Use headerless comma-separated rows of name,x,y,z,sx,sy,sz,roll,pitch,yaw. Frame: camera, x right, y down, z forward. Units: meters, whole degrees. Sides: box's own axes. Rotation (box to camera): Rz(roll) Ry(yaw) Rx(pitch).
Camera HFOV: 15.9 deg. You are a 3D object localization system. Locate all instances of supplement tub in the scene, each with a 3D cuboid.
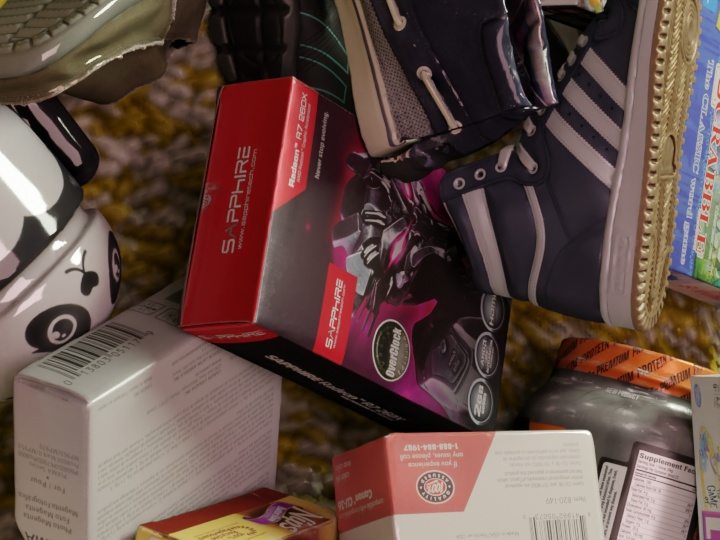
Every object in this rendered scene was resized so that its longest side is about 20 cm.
supplement tub,0.127,0.143,1.350,0.122,0.122,0.200,19,81,-22

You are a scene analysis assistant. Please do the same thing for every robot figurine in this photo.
robot figurine,-0.201,-0.030,1.208,0.150,0.125,0.200,-39,104,3

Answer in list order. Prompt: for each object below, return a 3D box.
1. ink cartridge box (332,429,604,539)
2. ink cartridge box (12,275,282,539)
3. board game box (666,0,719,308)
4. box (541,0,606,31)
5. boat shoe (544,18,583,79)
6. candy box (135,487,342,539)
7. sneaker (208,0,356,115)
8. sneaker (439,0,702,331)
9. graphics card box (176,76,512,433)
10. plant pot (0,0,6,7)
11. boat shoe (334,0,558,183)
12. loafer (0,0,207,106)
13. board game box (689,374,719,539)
ink cartridge box,0.058,0.181,1.233,0.116,0.067,0.200,1,76,-25
ink cartridge box,-0.101,0.113,1.243,0.162,0.057,0.200,-33,137,-51
board game box,0.193,-0.086,1.367,0.199,0.041,0.200,15,82,-61
box,0.143,-0.175,1.351,0.200,0.035,0.110,7,86,-60
boat shoe,0.113,-0.095,1.382,0.060,0.074,0.200,-25,114,22
candy box,-0.073,0.214,1.242,0.117,0.056,0.200,-9,111,-61
sneaker,-0.026,-0.097,1.325,0.079,0.075,0.200,-14,103,-33
sneaker,0.102,-0.076,1.255,0.070,0.108,0.200,5,92,-66
graphics card box,0.000,0.000,1.258,0.200,0.051,0.126,30,62,-48
plant pot,-0.186,-0.237,1.151,0.176,0.200,0.200,-41,106,3
boat shoe,0.033,-0.150,1.230,0.075,0.093,0.200,-12,85,-57
loafer,-0.120,-0.111,1.234,0.200,0.075,0.070,-43,128,-59
board game box,0.239,0.149,1.312,0.134,0.034,0.200,-4,90,-23
